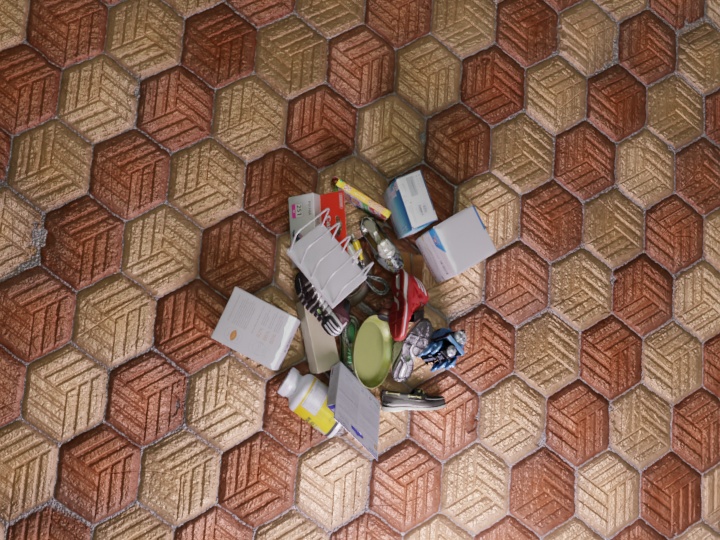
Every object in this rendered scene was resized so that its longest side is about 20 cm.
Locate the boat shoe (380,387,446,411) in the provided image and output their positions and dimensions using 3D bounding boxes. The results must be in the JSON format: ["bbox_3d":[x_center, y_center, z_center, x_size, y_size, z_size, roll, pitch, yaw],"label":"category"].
[{"bbox_3d":[0.155,0.373,1.712,0.193,0.072,0.063,-1,85,-9],"label":"boat shoe"}]

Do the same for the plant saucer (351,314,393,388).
[{"bbox_3d":[0.029,0.229,1.675,0.030,0.197,0.208,1,92,36],"label":"plant saucer"}]

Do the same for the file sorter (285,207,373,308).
[{"bbox_3d":[-0.077,-0.037,1.567,0.138,0.125,0.201,-38,84,-27],"label":"file sorter"}]

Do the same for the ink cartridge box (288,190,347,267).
[{"bbox_3d":[-0.122,-0.119,1.683,0.169,0.043,0.208,-7,85,30],"label":"ink cartridge box"}]

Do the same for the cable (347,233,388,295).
[{"bbox_3d":[0.000,0.000,1.697,0.096,0.050,0.202,-39,92,-12],"label":"cable"}]

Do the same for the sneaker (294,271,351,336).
[{"bbox_3d":[-0.097,0.080,1.648,0.203,0.075,0.115,55,37,5],"label":"sneaker"}]

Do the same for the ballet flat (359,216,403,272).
[{"bbox_3d":[0.055,-0.080,1.700,0.071,0.073,0.202,-30,62,-9],"label":"ballet flat"}]

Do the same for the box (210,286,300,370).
[{"bbox_3d":[-0.285,0.161,1.630,0.195,0.106,0.156,26,82,5],"label":"box"}]

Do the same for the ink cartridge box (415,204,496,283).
[{"bbox_3d":[0.270,-0.073,1.707,0.142,0.200,0.150,-29,89,-12],"label":"ink cartridge box"}]

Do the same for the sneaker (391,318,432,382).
[{"bbox_3d":[0.133,0.204,1.688,0.074,0.116,0.205,19,110,-19],"label":"sneaker"}]

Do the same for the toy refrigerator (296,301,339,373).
[{"bbox_3d":[-0.122,0.183,1.683,0.074,0.070,0.207,-11,86,-28],"label":"toy refrigerator"}]

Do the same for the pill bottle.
[{"bbox_3d":[-0.133,0.364,1.648,0.198,0.112,0.113,37,81,-3],"label":"pill bottle"}]

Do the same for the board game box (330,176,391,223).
[{"bbox_3d":[-0.005,-0.207,1.728,0.197,0.095,0.030,34,81,-4],"label":"board game box"}]

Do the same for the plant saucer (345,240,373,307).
[{"bbox_3d":[-0.053,0.009,1.732,0.193,0.037,0.208,1,84,-10],"label":"plant saucer"}]

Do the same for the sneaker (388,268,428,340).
[{"bbox_3d":[0.145,0.105,1.639,0.113,0.078,0.207,19,65,-29],"label":"sneaker"}]

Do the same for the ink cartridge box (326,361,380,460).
[{"bbox_3d":[-0.018,0.385,1.602,0.043,0.203,0.197,-28,118,24],"label":"ink cartridge box"}]

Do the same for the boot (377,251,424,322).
[{"bbox_3d":[0.120,0.046,1.709,0.183,0.068,0.208,2,85,-35],"label":"boot"}]

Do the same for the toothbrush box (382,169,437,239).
[{"bbox_3d":[0.138,-0.184,1.696,0.083,0.200,0.151,-19,87,-11],"label":"toothbrush box"}]

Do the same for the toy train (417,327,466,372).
[{"bbox_3d":[0.235,0.219,1.680,0.087,0.200,0.114,44,69,-2],"label":"toy train"}]

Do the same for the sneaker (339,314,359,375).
[{"bbox_3d":[-0.026,0.228,1.688,0.074,0.089,0.208,-9,86,-9],"label":"sneaker"}]
